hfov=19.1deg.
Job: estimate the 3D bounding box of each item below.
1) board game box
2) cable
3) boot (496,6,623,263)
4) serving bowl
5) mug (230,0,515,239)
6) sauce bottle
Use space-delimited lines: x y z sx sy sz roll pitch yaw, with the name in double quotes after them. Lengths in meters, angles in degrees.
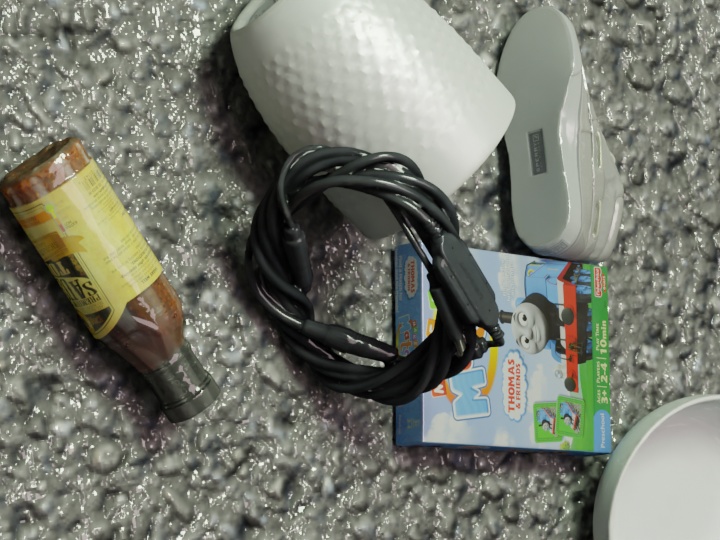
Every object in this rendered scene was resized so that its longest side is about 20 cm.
0.111 0.063 1.640 0.200 0.037 0.152 6 79 -38 "board game box"
0.000 0.000 1.479 0.200 0.163 0.051 56 34 -20 "cable"
0.162 -0.103 1.700 0.096 0.073 0.200 16 72 -54 "boot"
0.262 0.194 1.713 0.200 0.066 0.201 -3 97 -29 "serving bowl"
0.002 -0.147 1.528 0.175 0.148 0.200 46 26 -17 "mug"
-0.159 0.010 1.401 0.066 0.066 0.200 -42 108 -36 "sauce bottle"
